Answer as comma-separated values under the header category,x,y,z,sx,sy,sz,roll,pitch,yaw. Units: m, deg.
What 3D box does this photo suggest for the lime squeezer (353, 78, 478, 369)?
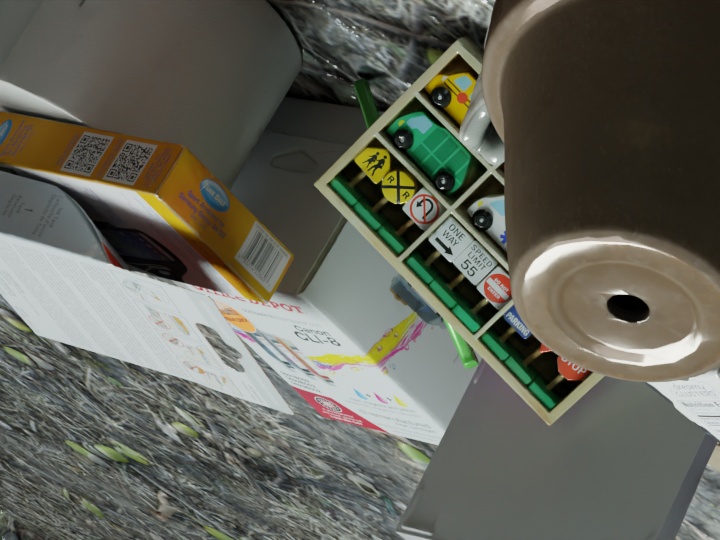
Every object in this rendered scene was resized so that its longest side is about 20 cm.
category,x,y,z,sx,sy,sz,roll,pitch,yaw
lime squeezer,0.031,-0.040,1.650,0.038,0.200,0.071,-29,161,20

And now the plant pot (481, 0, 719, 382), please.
category,x,y,z,sx,sy,sz,roll,pitch,yaw
plant pot,0.143,-0.047,1.313,0.200,0.175,0.200,12,142,9

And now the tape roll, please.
category,x,y,z,sx,sy,sz,roll,pitch,yaw
tape roll,-0.156,-0.123,1.724,0.203,0.139,0.203,27,161,10

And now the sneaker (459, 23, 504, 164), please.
category,x,y,z,sx,sy,sz,roll,pitch,yaw
sneaker,0.125,-0.096,1.459,0.075,0.081,0.200,40,158,-23

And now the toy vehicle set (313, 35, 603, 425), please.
category,x,y,z,sx,sy,sz,roll,pitch,yaw
toy vehicle set,0.086,-0.023,1.578,0.200,0.124,0.027,45,-162,2

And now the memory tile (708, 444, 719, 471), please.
category,x,y,z,sx,sy,sz,roll,pitch,yaw
memory tile,0.244,0.090,1.814,0.200,0.017,0.153,42,157,-33

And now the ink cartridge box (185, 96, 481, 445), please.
category,x,y,z,sx,sy,sz,roll,pitch,yaw
ink cartridge box,0.000,0.000,1.808,0.145,0.145,0.200,11,154,46

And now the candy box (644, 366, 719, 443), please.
category,x,y,z,sx,sy,sz,roll,pitch,yaw
candy box,0.270,0.041,1.460,0.200,0.168,0.072,38,159,-23

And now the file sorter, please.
category,x,y,z,sx,sy,sz,roll,pitch,yaw
file sorter,0.153,0.141,1.637,0.200,0.139,0.125,7,154,49

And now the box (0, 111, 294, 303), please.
category,x,y,z,sx,sy,sz,roll,pitch,yaw
box,-0.147,-0.041,1.643,0.200,0.041,0.119,15,158,44

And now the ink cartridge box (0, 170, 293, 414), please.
category,x,y,z,sx,sy,sz,roll,pitch,yaw
ink cartridge box,-0.142,0.011,1.653,0.200,0.057,0.163,11,156,25
